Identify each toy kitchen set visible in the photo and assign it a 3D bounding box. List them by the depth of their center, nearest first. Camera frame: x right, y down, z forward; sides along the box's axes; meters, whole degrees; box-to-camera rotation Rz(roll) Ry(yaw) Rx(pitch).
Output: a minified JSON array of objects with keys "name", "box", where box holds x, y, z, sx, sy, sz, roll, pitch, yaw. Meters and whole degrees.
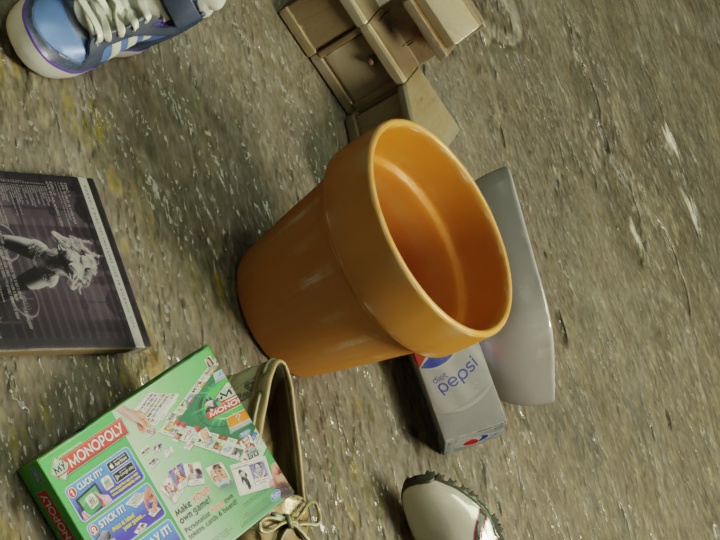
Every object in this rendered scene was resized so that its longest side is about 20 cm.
[{"name":"toy kitchen set","box":[0.022,-0.187,2.056,0.201,0.162,0.181,55,30,-12]}]

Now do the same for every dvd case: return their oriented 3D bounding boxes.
[{"name":"dvd case","box":[-0.248,-0.006,1.626,0.199,0.016,0.150,1,64,-57]}]

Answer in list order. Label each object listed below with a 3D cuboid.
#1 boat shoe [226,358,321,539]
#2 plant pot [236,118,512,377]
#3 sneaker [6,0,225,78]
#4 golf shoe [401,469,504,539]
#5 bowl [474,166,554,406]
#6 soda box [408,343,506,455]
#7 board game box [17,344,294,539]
[{"name":"boat shoe","box":[-0.074,0.168,1.711,0.073,0.062,0.202,19,51,-51]},{"name":"plant pot","box":[0.000,0.000,1.845,0.200,0.182,0.201,39,36,-36]},{"name":"sneaker","box":[-0.186,-0.228,1.773,0.200,0.146,0.081,-20,83,-61]},{"name":"golf shoe","box":[0.091,0.271,1.882,0.201,0.077,0.088,60,36,-4]},{"name":"bowl","box":[0.133,0.023,2.086,0.200,0.074,0.201,83,-5,-62]},{"name":"soda box","box":[0.074,0.065,2.008,0.068,0.063,0.201,88,-17,-75]},{"name":"board game box","box":[-0.147,0.157,1.593,0.200,0.029,0.135,-34,94,-47]}]
